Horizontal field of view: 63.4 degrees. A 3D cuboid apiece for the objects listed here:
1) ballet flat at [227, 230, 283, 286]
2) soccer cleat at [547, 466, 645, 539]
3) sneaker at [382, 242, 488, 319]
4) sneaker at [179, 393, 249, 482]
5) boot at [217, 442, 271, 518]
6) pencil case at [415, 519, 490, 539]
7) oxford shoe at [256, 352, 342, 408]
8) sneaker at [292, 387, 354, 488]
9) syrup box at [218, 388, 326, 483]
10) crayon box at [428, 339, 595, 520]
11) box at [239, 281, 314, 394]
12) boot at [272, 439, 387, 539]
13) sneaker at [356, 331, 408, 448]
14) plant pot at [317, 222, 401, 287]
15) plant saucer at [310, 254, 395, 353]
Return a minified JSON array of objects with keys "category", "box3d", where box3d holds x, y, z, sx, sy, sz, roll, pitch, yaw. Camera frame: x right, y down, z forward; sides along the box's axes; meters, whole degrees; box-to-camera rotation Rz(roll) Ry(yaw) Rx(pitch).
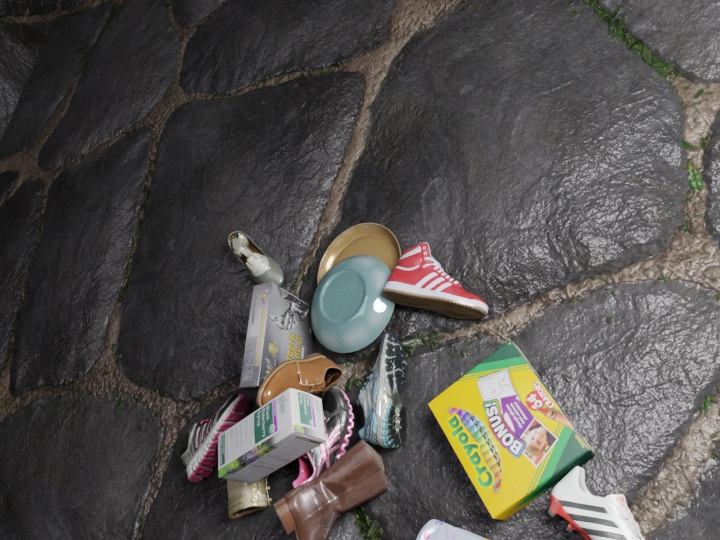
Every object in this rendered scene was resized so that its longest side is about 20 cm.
[{"category":"ballet flat","box3d":[-0.249,-0.025,1.340,0.068,0.064,0.200,-50,51,2]},{"category":"soccer cleat","box3d":[0.341,0.346,0.768,0.199,0.068,0.086,36,93,44]},{"category":"sneaker","box3d":[0.145,0.016,1.056,0.196,0.072,0.114,13,64,25]},{"category":"sneaker","box3d":[-0.307,0.327,1.199,0.087,0.073,0.202,35,94,33]},{"category":"boot","box3d":[-0.186,0.363,1.102,0.198,0.073,0.158,-32,53,19]},{"category":"pencil case","box3d":[0.170,0.430,0.827,0.197,0.084,0.091,10,51,37]},{"category":"oxford shoe","box3d":[-0.106,0.202,1.060,0.070,0.198,0.073,17,111,33]},{"category":"sneaker","box3d":[-0.072,0.304,1.034,0.078,0.094,0.204,-24,52,51]},{"category":"syrup box","box3d":[-0.154,0.286,0.997,0.199,0.081,0.080,-37,46,28]},{"category":"crayon box","box3d":[0.225,0.242,0.898,0.172,0.058,0.201,-40,52,11]},{"category":"box","box3d":[-0.155,0.146,1.134,0.047,0.158,0.204,-10,61,28]},{"category":"boot","box3d":[-0.022,0.408,0.976,0.198,0.189,0.064,-29,11,-16]},{"category":"sneaker","box3d":[0.030,0.208,1.035,0.085,0.077,0.204,-11,62,32]},{"category":"plant pot","box3d":[0.000,0.000,1.187,0.197,0.027,0.204,-15,61,28]},{"category":"plant saucer","box3d":[-0.026,0.056,1.135,0.198,0.039,0.205,-15,60,28]}]
